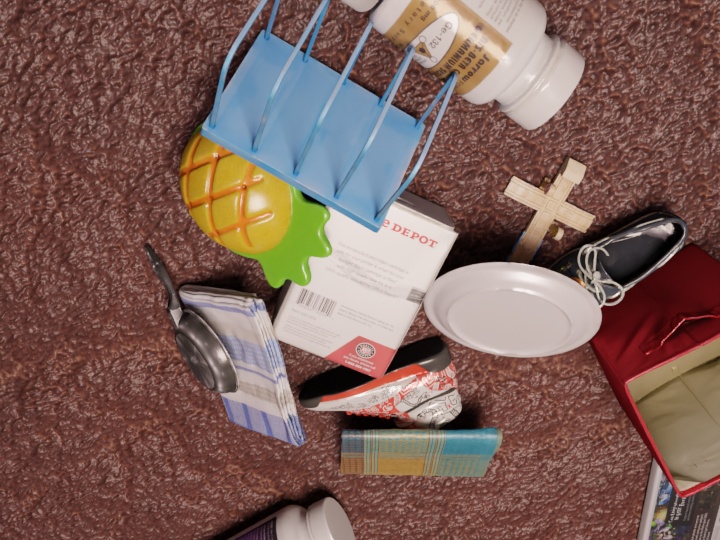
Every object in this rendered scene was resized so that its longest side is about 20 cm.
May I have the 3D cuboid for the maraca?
[{"bbox_3d":[-0.112,-0.071,0.731,0.200,0.107,0.138,45,125,8],"label":"maraca"}]

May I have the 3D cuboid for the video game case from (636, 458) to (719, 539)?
[{"bbox_3d":[0.491,0.305,0.975,0.178,0.023,0.203,-1,114,-2],"label":"video game case"}]

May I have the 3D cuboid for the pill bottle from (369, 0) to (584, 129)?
[{"bbox_3d":[0.116,-0.232,0.682,0.198,0.115,0.115,33,108,-15],"label":"pill bottle"}]

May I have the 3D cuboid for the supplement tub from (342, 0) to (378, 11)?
[{"bbox_3d":[0.004,-0.353,0.610,0.143,0.145,0.201,31,109,-14],"label":"supplement tub"}]

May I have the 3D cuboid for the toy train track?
[{"bbox_3d":[0.204,-0.035,0.813,0.113,0.033,0.202,22,111,-11],"label":"toy train track"}]

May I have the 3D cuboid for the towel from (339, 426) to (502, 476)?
[{"bbox_3d":[0.072,0.232,0.891,0.196,0.022,0.148,1,146,-2],"label":"towel"}]

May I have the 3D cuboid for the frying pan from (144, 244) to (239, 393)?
[{"bbox_3d":[-0.195,0.066,0.802,0.031,0.114,0.192,-35,117,-30],"label":"frying pan"}]

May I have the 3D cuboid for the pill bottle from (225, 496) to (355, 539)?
[{"bbox_3d":[-0.109,0.388,0.937,0.198,0.112,0.112,-32,111,11],"label":"pill bottle"}]

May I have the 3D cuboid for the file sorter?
[{"bbox_3d":[-0.026,-0.162,0.661,0.198,0.140,0.123,28,153,-7],"label":"file sorter"}]

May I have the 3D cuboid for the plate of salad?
[{"bbox_3d":[0.171,0.042,0.792,0.196,0.049,0.201,10,148,6],"label":"plate of salad"}]

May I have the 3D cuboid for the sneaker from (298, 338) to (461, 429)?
[{"bbox_3d":[0.029,0.168,0.874,0.198,0.067,0.109,-19,110,3],"label":"sneaker"}]

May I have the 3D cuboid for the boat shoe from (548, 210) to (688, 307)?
[{"bbox_3d":[0.282,0.000,0.801,0.198,0.062,0.076,-29,85,14],"label":"boat shoe"}]

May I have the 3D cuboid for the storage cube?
[{"bbox_3d":[0.376,0.106,0.800,0.169,0.180,0.201,-29,110,10],"label":"storage cube"}]

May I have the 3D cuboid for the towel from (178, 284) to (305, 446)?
[{"bbox_3d":[-0.141,0.111,0.823,0.145,0.024,0.203,7,121,40],"label":"towel"}]

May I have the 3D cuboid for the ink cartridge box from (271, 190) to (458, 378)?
[{"bbox_3d":[0.000,0.000,0.793,0.145,0.083,0.202,22,111,-12],"label":"ink cartridge box"}]
